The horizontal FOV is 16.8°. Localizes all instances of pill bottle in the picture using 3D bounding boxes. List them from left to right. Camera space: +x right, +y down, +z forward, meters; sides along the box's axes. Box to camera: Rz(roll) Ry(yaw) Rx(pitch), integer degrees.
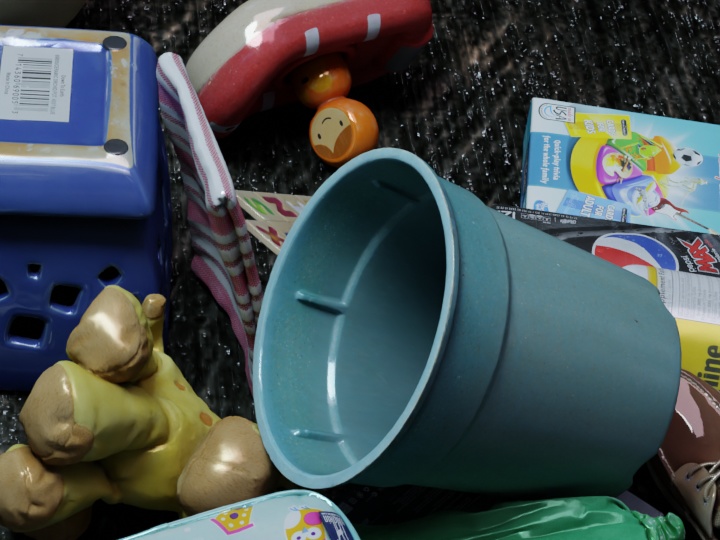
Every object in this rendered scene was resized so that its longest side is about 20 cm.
[{"bbox_3d":[0.213,0.057,1.612,0.199,0.112,0.112,9,41,1],"label":"pill bottle"}]

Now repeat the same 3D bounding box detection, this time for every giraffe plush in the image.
[{"bbox_3d":[-0.111,0.118,1.482,0.162,0.173,0.200,30,10,9],"label":"giraffe plush"}]

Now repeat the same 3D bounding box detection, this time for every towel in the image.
[{"bbox_3d":[-0.095,-0.025,1.589,0.030,0.200,0.147,-19,46,-8],"label":"towel"}]

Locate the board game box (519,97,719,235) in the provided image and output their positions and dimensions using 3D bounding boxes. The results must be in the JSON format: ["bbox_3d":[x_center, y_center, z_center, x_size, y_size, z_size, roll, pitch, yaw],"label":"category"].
[{"bbox_3d":[0.218,-0.052,1.787,0.199,0.047,0.151,8,41,-1],"label":"board game box"}]

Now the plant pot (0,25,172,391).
[{"bbox_3d":[-0.221,-0.051,1.608,0.199,0.180,0.200,2,42,-6],"label":"plant pot"}]

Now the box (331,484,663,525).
[{"bbox_3d":[0.067,0.175,1.499,0.157,0.051,0.200,31,45,24],"label":"box"}]

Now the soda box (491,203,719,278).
[{"bbox_3d":[0.182,0.010,1.691,0.199,0.071,0.063,7,39,-1],"label":"soda box"}]

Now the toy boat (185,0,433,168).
[{"bbox_3d":[-0.029,-0.136,1.806,0.199,0.131,0.131,-17,76,-27],"label":"toy boat"}]

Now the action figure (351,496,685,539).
[{"bbox_3d":[0.096,0.175,1.415,0.199,0.055,0.118,-13,49,-10],"label":"action figure"}]

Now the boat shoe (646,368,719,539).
[{"bbox_3d":[0.234,0.140,1.503,0.076,0.072,0.200,-32,70,-3],"label":"boat shoe"}]

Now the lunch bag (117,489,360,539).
[{"bbox_3d":[-0.072,0.208,1.305,0.199,0.077,0.161,-15,45,-13],"label":"lunch bag"}]

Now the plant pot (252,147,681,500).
[{"bbox_3d":[0.071,0.049,1.444,0.196,0.200,0.201,16,34,-31],"label":"plant pot"}]

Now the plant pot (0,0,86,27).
[{"bbox_3d":[-0.282,-0.236,1.843,0.200,0.135,0.201,5,42,-4],"label":"plant pot"}]

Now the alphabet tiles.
[{"bbox_3d":[0.000,0.000,1.624,0.166,0.006,0.200,40,14,18],"label":"alphabet tiles"}]
